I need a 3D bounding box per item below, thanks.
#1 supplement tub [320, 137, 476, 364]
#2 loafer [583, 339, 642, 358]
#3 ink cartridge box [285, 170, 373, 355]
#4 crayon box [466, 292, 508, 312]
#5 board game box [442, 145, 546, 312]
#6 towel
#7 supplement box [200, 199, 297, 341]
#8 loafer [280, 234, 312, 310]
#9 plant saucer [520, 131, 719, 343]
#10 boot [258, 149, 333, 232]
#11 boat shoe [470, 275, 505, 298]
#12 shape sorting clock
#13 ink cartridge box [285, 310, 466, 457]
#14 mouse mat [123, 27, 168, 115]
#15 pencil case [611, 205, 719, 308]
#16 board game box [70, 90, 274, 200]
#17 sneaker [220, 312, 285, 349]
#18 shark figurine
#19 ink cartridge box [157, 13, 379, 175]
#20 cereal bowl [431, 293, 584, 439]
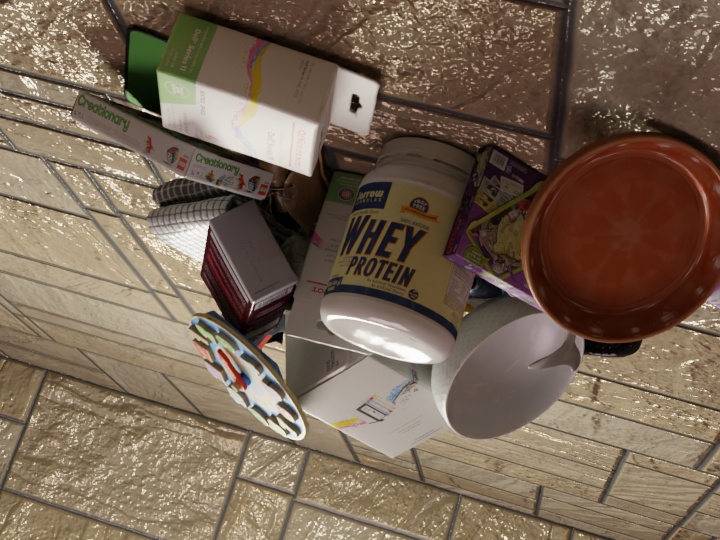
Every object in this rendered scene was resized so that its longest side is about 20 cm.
[{"bbox_3d":[0.052,-0.020,1.274,0.143,0.202,0.145,16,163,5],"label":"supplement tub"},{"bbox_3d":[0.270,0.068,1.564,0.198,0.074,0.071,13,173,35],"label":"loafer"},{"bbox_3d":[0.000,0.000,1.389,0.116,0.202,0.067,13,163,18],"label":"ink cartridge box"},{"bbox_3d":[0.112,0.006,1.549,0.198,0.052,0.126,4,158,37],"label":"crayon box"},{"bbox_3d":[0.183,-0.028,1.253,0.199,0.121,0.032,28,160,-27],"label":"board game box"},{"bbox_3d":[-0.146,-0.060,1.558,0.164,0.087,0.199,-8,154,41],"label":"towel"},{"bbox_3d":[-0.134,0.008,1.439,0.110,0.060,0.200,60,162,10],"label":"supplement box"},{"bbox_3d":[-0.090,0.017,1.513,0.069,0.071,0.200,12,160,-10],"label":"loafer"},{"bbox_3d":[0.242,-0.030,1.117,0.199,0.202,0.032,24,-161,-18],"label":"plant saucer"},{"bbox_3d":[-0.081,-0.106,1.366,0.073,0.076,0.200,13,161,23],"label":"boot"},{"bbox_3d":[0.081,-0.016,1.446,0.198,0.085,0.068,7,-175,40],"label":"boat shoe"},{"bbox_3d":[-0.138,0.131,1.491,0.200,0.039,0.201,43,159,20],"label":"shape sorting clock"},{"bbox_3d":[0.020,0.116,1.562,0.144,0.148,0.199,-33,133,30],"label":"ink cartridge box"},{"bbox_3d":[-0.176,-0.191,1.316,0.159,0.008,0.200,20,162,-7],"label":"mouse mat"},{"bbox_3d":[0.308,-0.031,1.187,0.198,0.084,0.086,22,124,-20],"label":"pencil case"},{"bbox_3d":[-0.203,-0.134,1.322,0.199,0.035,0.126,27,-172,35],"label":"board game box"},{"bbox_3d":[-0.118,0.049,1.665,0.074,0.200,0.085,-3,123,37],"label":"sneaker"},{"bbox_3d":[0.211,0.000,1.351,0.128,0.216,0.089,-35,172,35],"label":"shark figurine"},{"bbox_3d":[-0.089,-0.160,1.181,0.198,0.068,0.117,18,158,2],"label":"ink cartridge box"},{"bbox_3d":[0.166,0.104,1.480,0.200,0.200,0.083,37,-169,-47],"label":"cereal bowl"}]
